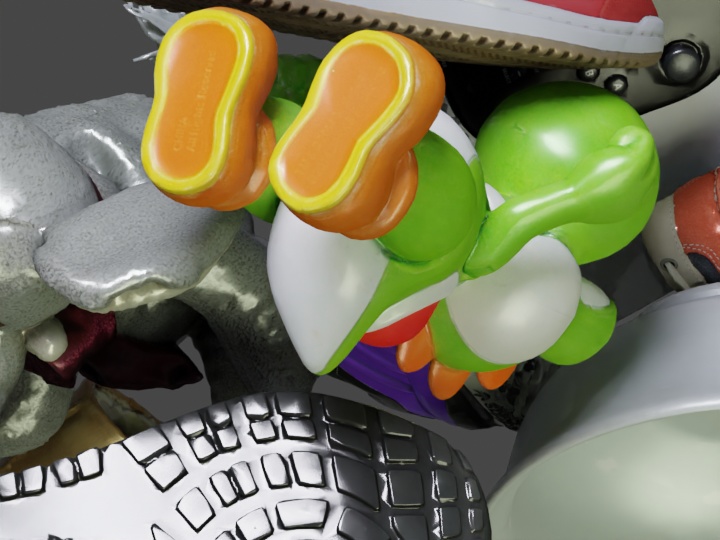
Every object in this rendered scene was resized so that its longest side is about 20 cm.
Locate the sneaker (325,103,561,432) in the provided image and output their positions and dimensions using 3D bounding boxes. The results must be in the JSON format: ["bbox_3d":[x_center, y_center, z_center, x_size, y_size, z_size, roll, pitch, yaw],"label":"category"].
[{"bbox_3d":[0.000,0.001,0.834,0.099,0.070,0.200,3,148,28],"label":"sneaker"}]

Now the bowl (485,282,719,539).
[{"bbox_3d":[0.143,0.067,0.840,0.201,0.090,0.201,3,144,3],"label":"bowl"}]

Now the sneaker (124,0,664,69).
[{"bbox_3d":[0.017,-0.124,0.704,0.200,0.071,0.113,7,87,-34],"label":"sneaker"}]

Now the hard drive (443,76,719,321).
[{"bbox_3d":[0.090,-0.064,0.864,0.132,0.027,0.200,-29,133,1],"label":"hard drive"}]

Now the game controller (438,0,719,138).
[{"bbox_3d":[0.055,-0.133,0.756,0.104,0.042,0.200,-24,119,-1],"label":"game controller"}]

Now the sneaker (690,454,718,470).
[{"bbox_3d":[0.130,0.125,0.998,0.074,0.088,0.200,-19,133,-7],"label":"sneaker"}]

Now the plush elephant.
[{"bbox_3d":[-0.102,0.002,0.741,0.155,0.165,0.200,-22,125,-56],"label":"plush elephant"}]

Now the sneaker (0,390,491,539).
[{"bbox_3d":[-0.059,0.092,0.725,0.200,0.076,0.088,-8,158,-1],"label":"sneaker"}]

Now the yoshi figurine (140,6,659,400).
[{"bbox_3d":[0.029,-0.033,0.696,0.112,0.112,0.200,-31,150,20],"label":"yoshi figurine"}]

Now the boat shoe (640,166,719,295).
[{"bbox_3d":[0.168,0.023,0.909,0.063,0.071,0.200,-18,144,15],"label":"boat shoe"}]

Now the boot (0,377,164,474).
[{"bbox_3d":[-0.132,0.151,0.925,0.200,0.066,0.175,-41,146,4],"label":"boot"}]
